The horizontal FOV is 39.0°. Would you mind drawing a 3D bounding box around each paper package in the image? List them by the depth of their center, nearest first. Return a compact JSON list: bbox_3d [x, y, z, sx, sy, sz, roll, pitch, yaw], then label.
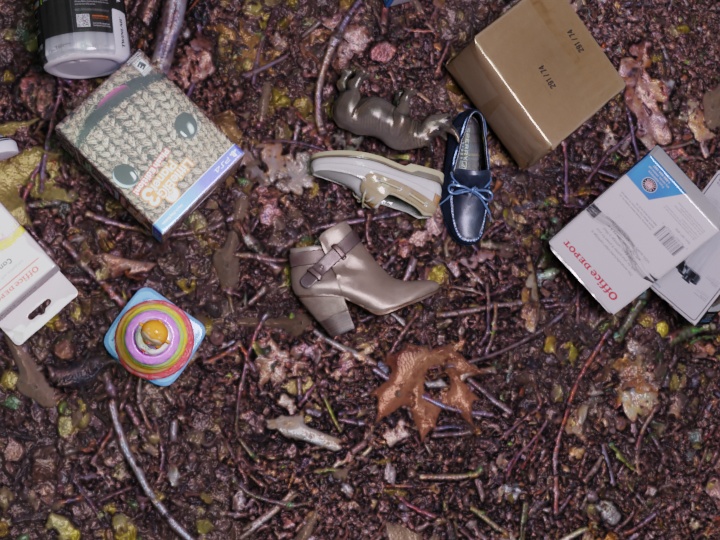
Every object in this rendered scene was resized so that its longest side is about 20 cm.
[{"bbox_3d":[0.260,-0.288,1.501,0.190,0.103,0.200,-39,93,-23],"label":"paper package"}]

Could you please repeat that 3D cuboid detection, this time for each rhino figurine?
[{"bbox_3d":[0.051,-0.222,1.477,0.199,0.060,0.088,20,87,-1],"label":"rhino figurine"}]

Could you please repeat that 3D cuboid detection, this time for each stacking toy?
[{"bbox_3d":[-0.267,0.086,1.317,0.116,0.200,0.110,35,79,-7],"label":"stacking toy"}]

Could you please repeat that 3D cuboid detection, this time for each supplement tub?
[{"bbox_3d":[-0.382,-0.371,1.378,0.122,0.123,0.202,-6,86,-12],"label":"supplement tub"}]

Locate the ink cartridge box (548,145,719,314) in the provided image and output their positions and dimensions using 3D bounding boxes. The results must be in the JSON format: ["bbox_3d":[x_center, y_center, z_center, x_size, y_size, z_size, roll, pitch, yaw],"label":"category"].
[{"bbox_3d":[0.395,-0.058,1.468,0.145,0.084,0.200,48,119,3],"label":"ink cartridge box"}]

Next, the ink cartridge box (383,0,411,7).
[{"bbox_3d":[0.083,-0.516,1.475,0.144,0.147,0.201,-18,88,-12],"label":"ink cartridge box"}]

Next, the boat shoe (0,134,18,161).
[{"bbox_3d":[-0.561,-0.168,1.352,0.199,0.072,0.068,-9,88,-5],"label":"boat shoe"}]

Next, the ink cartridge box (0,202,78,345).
[{"bbox_3d":[-0.483,-0.010,1.350,0.116,0.067,0.200,-43,94,-12],"label":"ink cartridge box"}]

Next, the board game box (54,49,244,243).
[{"bbox_3d":[-0.286,-0.167,1.391,0.200,0.097,0.160,44,78,-4],"label":"board game box"}]

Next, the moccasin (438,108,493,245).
[{"bbox_3d":[0.153,-0.139,1.493,0.080,0.068,0.202,-3,85,-12],"label":"moccasin"}]

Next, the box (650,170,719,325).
[{"bbox_3d":[0.516,-0.032,1.489,0.117,0.060,0.201,44,115,30],"label":"box"}]

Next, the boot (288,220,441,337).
[{"bbox_3d":[0.000,0.000,1.449,0.199,0.070,0.147,-22,87,-13],"label":"boot"}]

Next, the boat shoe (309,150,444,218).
[{"bbox_3d":[0.022,-0.124,1.462,0.199,0.075,0.069,10,80,-9],"label":"boat shoe"}]
